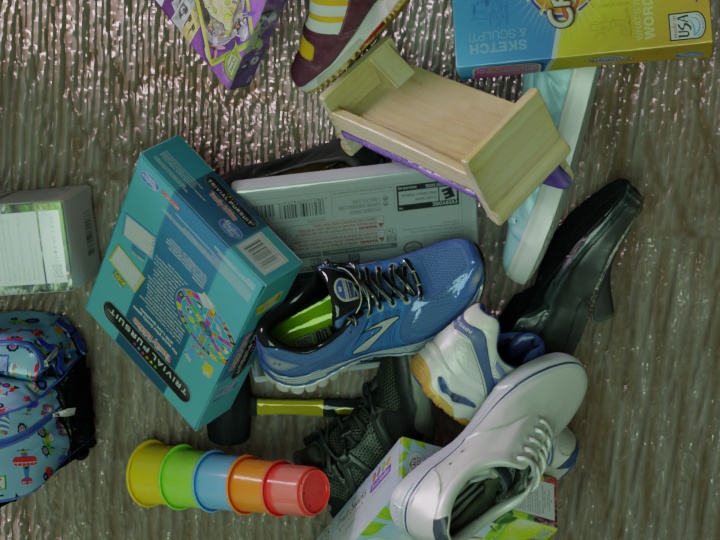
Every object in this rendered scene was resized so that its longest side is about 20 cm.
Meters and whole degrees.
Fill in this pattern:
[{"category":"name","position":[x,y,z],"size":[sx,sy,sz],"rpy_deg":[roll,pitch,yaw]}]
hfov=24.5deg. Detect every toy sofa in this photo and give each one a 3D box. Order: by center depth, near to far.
[{"category":"toy sofa","position":[0.066,-0.101,1.279],"size":[0.083,0.199,0.098],"rpy_deg":[-43,130,-16]}]

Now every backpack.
[{"category":"backpack","position":[-0.332,0.124,1.403],"size":[0.180,0.200,0.136],"rpy_deg":[1,105,9]}]

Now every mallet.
[{"category":"mallet","position":[-0.040,0.110,1.442],"size":[0.197,0.041,0.067],"rpy_deg":[-6,107,6]}]

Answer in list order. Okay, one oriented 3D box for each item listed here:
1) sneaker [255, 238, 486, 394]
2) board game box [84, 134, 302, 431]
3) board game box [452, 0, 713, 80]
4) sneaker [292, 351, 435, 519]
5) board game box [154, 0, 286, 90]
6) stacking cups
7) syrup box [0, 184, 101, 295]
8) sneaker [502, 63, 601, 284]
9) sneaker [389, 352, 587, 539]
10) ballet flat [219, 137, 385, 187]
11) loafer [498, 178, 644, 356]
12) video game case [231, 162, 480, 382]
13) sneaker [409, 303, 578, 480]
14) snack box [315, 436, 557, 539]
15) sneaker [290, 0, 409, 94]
[{"category":"sneaker","position":[0.007,0.029,1.304],"size":[0.198,0.089,0.079],"rpy_deg":[-27,64,-1]},{"category":"board game box","position":[-0.141,0.013,1.357],"size":[0.151,0.047,0.201],"rpy_deg":[46,138,16]},{"category":"board game box","position":[0.169,-0.235,1.289],"size":[0.197,0.040,0.155],"rpy_deg":[-5,82,10]},{"category":"sneaker","position":[0.004,0.136,1.390],"size":[0.113,0.077,0.201],"rpy_deg":[-1,126,-9]},{"category":"board game box","position":[-0.096,-0.256,1.295],"size":[0.120,0.032,0.201],"rpy_deg":[53,136,25]},{"category":"stacking cups","position":[-0.110,0.177,1.413],"size":[0.198,0.060,0.061],"rpy_deg":[-2,106,37]},{"category":"syrup box","position":[-0.332,-0.022,1.427],"size":[0.197,0.081,0.080],"rpy_deg":[-4,102,10]},{"category":"sneaker","position":[0.135,-0.093,1.348],"size":[0.081,0.074,0.203],"rpy_deg":[17,98,12]},{"category":"sneaker","position":[0.114,0.142,1.258],"size":[0.200,0.070,0.073],"rpy_deg":[-42,126,-21]},{"category":"ballet flat","position":[-0.074,-0.058,1.381],"size":[0.198,0.069,0.068],"rpy_deg":[-24,113,14]},{"category":"loafer","position":[0.180,0.015,1.369],"size":[0.072,0.073,0.201],"rpy_deg":[29,117,-9]},{"category":"video game case","position":[0.000,0.000,1.367],"size":[0.197,0.023,0.184],"rpy_deg":[-7,119,-4]},{"category":"sneaker","position":[0.130,0.100,1.335],"size":[0.088,0.075,0.199],"rpy_deg":[-47,132,8]},{"category":"snack box","position":[0.057,0.221,1.375],"size":[0.141,0.053,0.200],"rpy_deg":[17,140,-15]},{"category":"sneaker","position":[-0.014,-0.221,1.302],"size":[0.090,0.075,0.200],"rpy_deg":[45,138,-3]}]
